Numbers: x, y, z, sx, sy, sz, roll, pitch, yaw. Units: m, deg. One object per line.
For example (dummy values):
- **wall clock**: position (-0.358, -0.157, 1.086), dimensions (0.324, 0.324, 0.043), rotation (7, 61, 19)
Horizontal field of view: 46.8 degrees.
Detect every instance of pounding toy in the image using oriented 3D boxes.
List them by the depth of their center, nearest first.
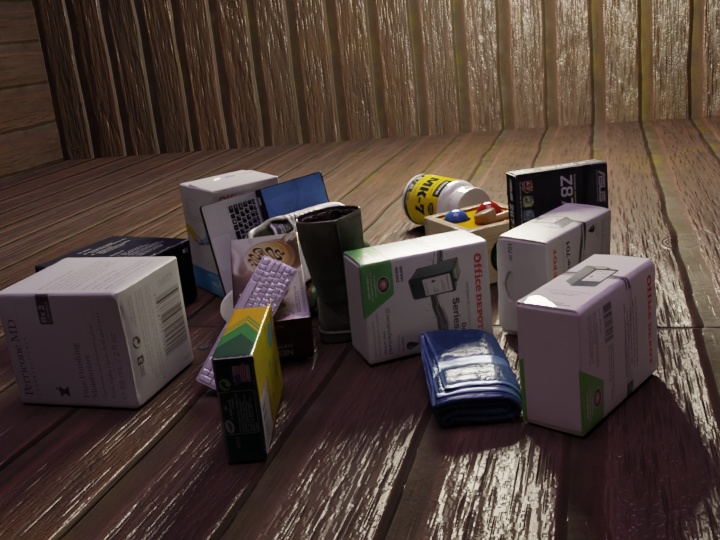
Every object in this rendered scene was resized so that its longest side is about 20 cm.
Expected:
- **pounding toy**: position (0.239, -0.068, 1.480), dimensions (0.181, 0.145, 0.199), rotation (-14, 18, -21)

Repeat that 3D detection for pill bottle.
- **pill bottle**: position (0.185, -0.142, 1.793), dimensions (0.113, 0.117, 0.199), rotation (-15, 18, -28)

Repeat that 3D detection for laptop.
- **laptop**: position (-0.150, -0.051, 1.459), dimensions (0.115, 0.191, 0.198), rotation (-9, 10, 46)

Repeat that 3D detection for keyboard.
- **keyboard**: position (-0.156, 0.074, 1.151), dimensions (0.055, 0.202, 0.011), rotation (24, -21, 7)

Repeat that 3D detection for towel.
- **towel**: position (0.135, 0.127, 1.046), dimensions (0.109, 0.050, 0.200), rotation (-5, 17, 1)

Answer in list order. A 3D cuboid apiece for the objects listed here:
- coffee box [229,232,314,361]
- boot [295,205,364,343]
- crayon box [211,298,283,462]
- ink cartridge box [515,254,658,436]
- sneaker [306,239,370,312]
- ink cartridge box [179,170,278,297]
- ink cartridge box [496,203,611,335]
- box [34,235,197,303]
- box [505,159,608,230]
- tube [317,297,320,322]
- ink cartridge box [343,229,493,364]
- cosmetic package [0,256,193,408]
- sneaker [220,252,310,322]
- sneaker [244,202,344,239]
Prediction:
- **coffee box**: position (-0.136, 0.040, 1.257), dimensions (0.111, 0.081, 0.202), rotation (-7, 41, -5)
- **boot**: position (0.001, 0.000, 1.243), dimensions (0.178, 0.204, 0.073), rotation (-10, 17, -11)
- **crayon box**: position (-0.133, 0.127, 1.014), dimensions (0.050, 0.130, 0.200), rotation (-5, 16, 3)
- **ink cartridge box**: position (0.270, 0.080, 0.979), dimensions (0.083, 0.148, 0.198), rotation (7, 21, 41)
- **sneaker**: position (-0.035, 0.023, 1.412), dimensions (0.201, 0.090, 0.067), rotation (-54, 15, -31)
- **ink cartridge box**: position (-0.237, -0.074, 1.580), dimensions (0.145, 0.204, 0.145), rotation (-17, 20, -32)
- **ink cartridge box**: position (0.292, -0.002, 1.239), dimensions (0.085, 0.149, 0.199), rotation (10, 24, 39)
- **box**: position (-0.430, 0.021, 1.485), dimensions (0.197, 0.120, 0.196), rotation (4, 20, 28)
- **box**: position (0.322, -0.069, 1.353), dimensions (0.158, 0.204, 0.049), rotation (-8, 15, -10)
- **tube**: position (0.030, 0.054, 1.342), dimensions (0.196, 0.051, 0.077), rotation (-6, 23, -18)
- **ink cartridge box**: position (0.085, 0.034, 1.197), dimensions (0.196, 0.149, 0.084), rotation (-12, 17, -17)
- **cosmetic package**: position (-0.370, 0.082, 1.181), dimensions (0.196, 0.168, 0.165), rotation (-2, 17, 18)
- **sneaker**: position (-0.151, 0.016, 1.401), dimensions (0.198, 0.076, 0.088), rotation (-35, 2, -7)
- **sneaker**: position (-0.105, -0.069, 1.417), dimensions (0.197, 0.077, 0.081), rotation (-24, -16, -16)
